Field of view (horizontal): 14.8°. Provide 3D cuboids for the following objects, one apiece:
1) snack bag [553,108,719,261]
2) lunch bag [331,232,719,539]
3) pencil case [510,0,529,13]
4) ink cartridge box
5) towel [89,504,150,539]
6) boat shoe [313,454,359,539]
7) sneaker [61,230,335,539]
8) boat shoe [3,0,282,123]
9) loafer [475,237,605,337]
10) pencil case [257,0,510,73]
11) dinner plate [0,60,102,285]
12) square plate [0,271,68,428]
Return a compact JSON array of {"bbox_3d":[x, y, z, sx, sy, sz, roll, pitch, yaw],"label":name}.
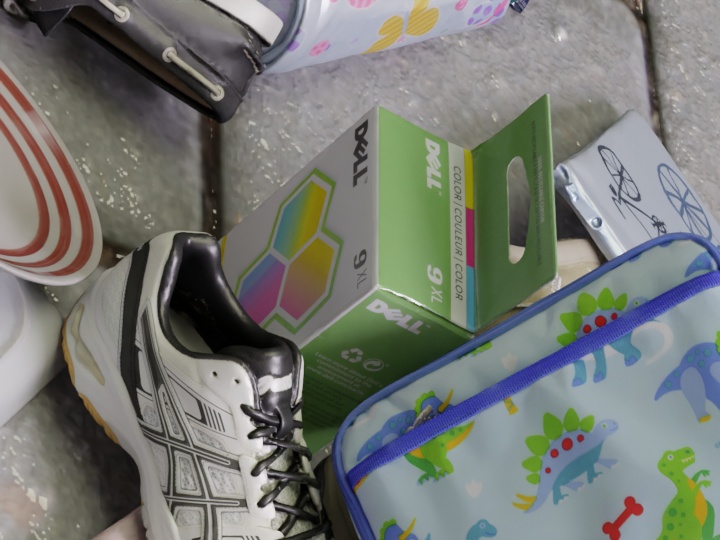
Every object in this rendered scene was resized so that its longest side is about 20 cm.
[{"bbox_3d":[0.177,0.007,1.502,0.189,0.021,0.200,56,21,0],"label":"snack bag"},{"bbox_3d":[0.096,0.088,1.151,0.162,0.199,0.083,66,7,29],"label":"lunch bag"},{"bbox_3d":[0.050,-0.240,1.546,0.200,0.085,0.092,47,40,-7],"label":"pencil case"},{"bbox_3d":[0.000,0.000,1.227,0.059,0.200,0.104,27,45,-29],"label":"ink cartridge box"},{"bbox_3d":[-0.056,0.192,1.166,0.201,0.032,0.191,57,39,2],"label":"towel"},{"bbox_3d":[0.036,0.148,1.221,0.074,0.073,0.201,36,26,-49],"label":"boat shoe"},{"bbox_3d":[-0.052,0.074,1.167,0.075,0.088,0.201,-17,69,-51],"label":"sneaker"},{"bbox_3d":[-0.134,-0.136,1.304,0.199,0.074,0.061,28,83,-19],"label":"boat shoe"},{"bbox_3d":[0.072,0.029,1.378,0.199,0.076,0.069,-14,67,-50],"label":"loafer"},{"bbox_3d":[-0.004,-0.156,1.433,0.199,0.083,0.091,-15,59,-49],"label":"pencil case"},{"bbox_3d":[-0.189,-0.067,1.189,0.200,0.024,0.200,45,16,-17],"label":"dinner plate"},{"bbox_3d":[-0.224,0.003,1.139,0.200,0.028,0.198,49,40,-6],"label":"square plate"}]
